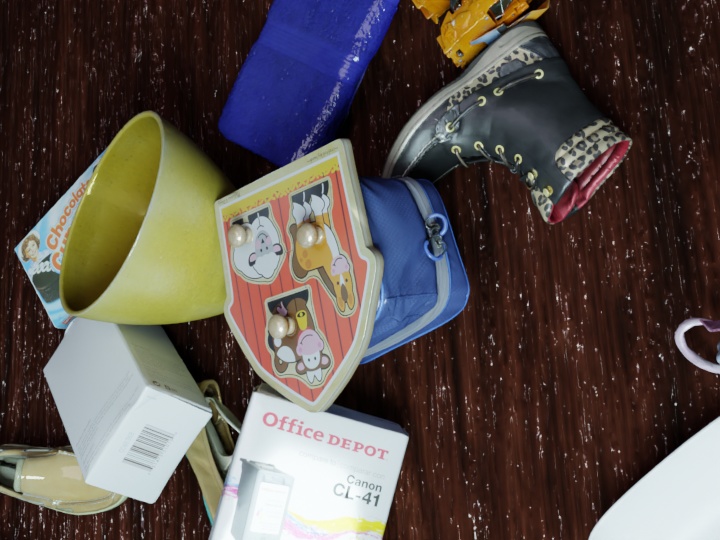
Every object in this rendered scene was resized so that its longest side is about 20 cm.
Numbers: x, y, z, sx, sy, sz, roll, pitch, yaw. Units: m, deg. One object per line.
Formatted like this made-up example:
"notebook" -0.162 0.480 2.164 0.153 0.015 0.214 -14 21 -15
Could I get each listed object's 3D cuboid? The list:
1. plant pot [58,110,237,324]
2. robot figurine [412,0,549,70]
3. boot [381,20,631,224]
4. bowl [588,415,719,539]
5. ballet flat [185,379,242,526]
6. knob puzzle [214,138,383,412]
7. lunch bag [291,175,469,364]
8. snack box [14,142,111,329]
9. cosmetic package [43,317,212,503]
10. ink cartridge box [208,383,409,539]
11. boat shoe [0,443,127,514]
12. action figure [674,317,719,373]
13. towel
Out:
"plant pot" -0.180 -0.030 0.994 0.199 0.140 0.203 -33 45 41
"robot figurine" 0.140 -0.284 0.934 0.199 0.058 0.146 -38 55 17
"boot" 0.125 -0.101 0.908 0.200 0.073 0.151 -42 64 8
"bowl" 0.284 0.219 0.734 0.200 0.074 0.201 -44 41 13
"ballet flat" -0.125 0.192 0.982 0.063 0.069 0.202 -36 67 11
"knob puzzle" -0.058 0.016 0.851 0.217 0.030 0.225 3 94 44
"lunch bag" 0.000 0.000 0.905 0.199 0.131 0.138 -28 73 41
"snack box" -0.282 -0.045 1.126 0.200 0.037 0.117 -44 64 14
"cosmetic package" -0.231 0.115 1.005 0.114 0.081 0.200 -54 37 10
"ink cartridge box" -0.053 0.217 0.898 0.145 0.086 0.204 15 88 -2
"boat shoe" -0.330 0.217 1.078 0.196 0.076 0.073 -4 78 26
"action figure" 0.355 0.006 0.770 0.202 0.133 0.149 -61 18 -9
"towel" -0.052 -0.202 1.035 0.147 0.049 0.203 30 95 36
